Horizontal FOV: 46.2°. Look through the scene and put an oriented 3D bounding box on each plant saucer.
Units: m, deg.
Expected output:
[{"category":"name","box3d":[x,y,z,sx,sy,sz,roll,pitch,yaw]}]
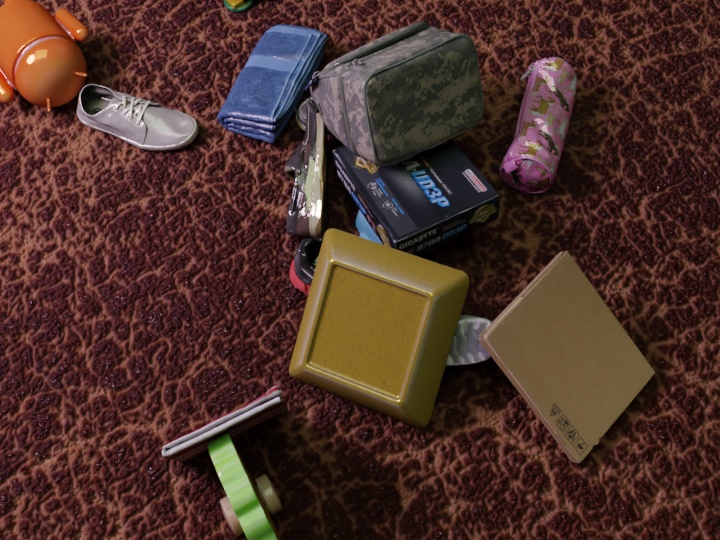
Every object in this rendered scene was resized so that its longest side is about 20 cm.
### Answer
[{"category":"plant saucer","box3d":[0.013,0.073,1.039,0.196,0.048,0.204,18,99,15]}]

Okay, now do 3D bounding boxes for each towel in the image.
[{"category":"towel","box3d":[-0.135,-0.294,1.293,0.110,0.049,0.203,14,64,20]},{"category":"towel","box3d":[-0.156,0.179,0.972,0.142,0.200,0.023,-26,81,-12]}]

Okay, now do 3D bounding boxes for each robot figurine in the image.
[{"category":"robot figurine","box3d":[-0.496,-0.329,1.290,0.142,0.118,0.200,-22,59,-41]}]

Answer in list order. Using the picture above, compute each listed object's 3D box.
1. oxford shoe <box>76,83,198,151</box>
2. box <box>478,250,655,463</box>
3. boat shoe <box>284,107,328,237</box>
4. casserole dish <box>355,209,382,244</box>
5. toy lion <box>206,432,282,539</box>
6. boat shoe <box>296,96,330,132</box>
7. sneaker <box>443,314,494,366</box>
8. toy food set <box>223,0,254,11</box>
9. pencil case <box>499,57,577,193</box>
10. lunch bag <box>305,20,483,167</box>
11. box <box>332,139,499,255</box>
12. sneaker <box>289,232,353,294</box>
[{"category":"oxford shoe","box3d":[-0.340,-0.231,1.268,0.196,0.058,0.076,16,61,8]},{"category":"box","box3d":[0.259,0.105,1.044,0.163,0.021,0.201,-42,99,-19]},{"category":"boat shoe","box3d":[-0.078,-0.145,1.201,0.063,0.073,0.204,-1,69,2]},{"category":"casserole dish","box3d":[0.081,-0.096,1.180,0.199,0.039,0.121,-36,55,-20]},{"category":"toy lion","box3d":[-0.108,0.281,0.919,0.068,0.193,0.202,-26,65,-12]},{"category":"boat shoe","box3d":[-0.005,-0.267,1.272,0.197,0.066,0.073,-17,66,-6]},{"category":"sneaker","box3d":[0.084,0.096,1.087,0.195,0.082,0.077,-2,93,17]},{"category":"toy food set","box3d":[-0.199,-0.533,1.425,0.196,0.049,0.201,-33,67,-15]},{"category":"pencil case","box3d":[0.260,-0.211,1.228,0.085,0.083,0.203,14,64,8]},{"category":"lunch bag","box3d":[0.043,-0.245,1.143,0.197,0.142,0.167,-28,32,-19]},{"category":"box","box3d":[0.071,-0.117,1.143,0.156,0.046,0.201,-23,51,-12]},{"category":"sneaker","box3d":[0.000,0.000,1.116,0.196,0.099,0.072,11,61,6]}]
